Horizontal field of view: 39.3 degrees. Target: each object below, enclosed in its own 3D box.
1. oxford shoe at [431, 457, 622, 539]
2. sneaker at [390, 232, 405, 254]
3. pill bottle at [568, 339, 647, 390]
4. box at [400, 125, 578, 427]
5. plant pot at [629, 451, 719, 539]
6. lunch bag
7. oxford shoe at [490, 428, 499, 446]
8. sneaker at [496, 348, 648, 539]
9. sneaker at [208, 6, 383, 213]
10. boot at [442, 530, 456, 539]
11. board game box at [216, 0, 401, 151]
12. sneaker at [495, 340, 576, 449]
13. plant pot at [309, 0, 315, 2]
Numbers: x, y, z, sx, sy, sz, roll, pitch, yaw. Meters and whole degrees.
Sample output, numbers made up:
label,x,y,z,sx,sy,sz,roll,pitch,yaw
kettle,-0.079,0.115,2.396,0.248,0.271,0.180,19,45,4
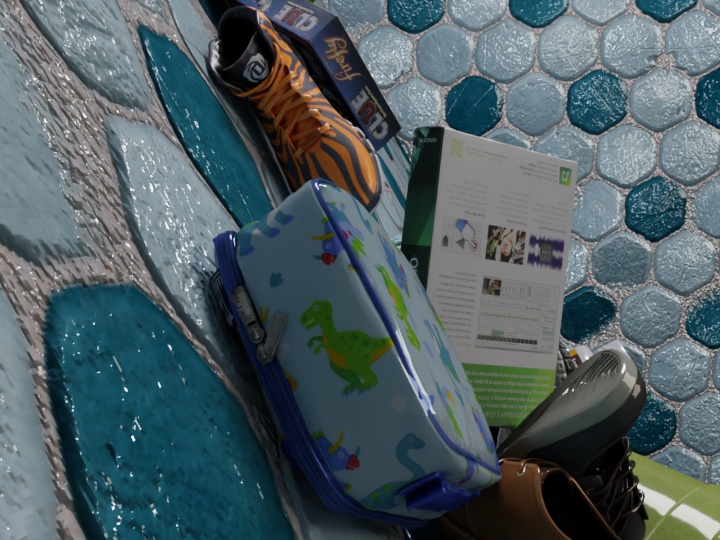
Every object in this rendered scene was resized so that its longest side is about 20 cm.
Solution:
label,x,y,z,sx,sy,sz,roll,pitch,yaw
oxford shoe,0.094,0.137,0.603,0.070,0.073,0.199,-2,23,-35
sneaker,0.027,0.014,0.778,0.130,0.197,0.081,6,-81,51
pill bottle,0.259,0.170,1.283,0.110,0.198,0.109,58,8,-13
box,0.088,0.010,0.723,0.142,0.036,0.204,8,87,-38
plant pot,0.210,0.223,0.830,0.189,0.201,0.200,33,-11,39
lunch bag,0.006,0.054,0.534,0.163,0.082,0.200,63,8,21
oxford shoe,0.104,0.111,0.995,0.201,0.070,0.075,53,17,-38
sneaker,0.154,0.124,0.635,0.106,0.075,0.201,42,-22,9
sneaker,-0.062,-0.124,0.786,0.201,0.077,0.112,53,8,26
boot,0.122,0.251,0.625,0.202,0.070,0.145,53,11,-22
board game box,-0.056,-0.201,0.931,0.200,0.035,0.136,40,-10,46
sneaker,0.157,0.158,0.972,0.087,0.073,0.204,-136,-126,-77
plant pot,-0.063,-0.378,1.014,0.201,0.192,0.200,51,-3,4
